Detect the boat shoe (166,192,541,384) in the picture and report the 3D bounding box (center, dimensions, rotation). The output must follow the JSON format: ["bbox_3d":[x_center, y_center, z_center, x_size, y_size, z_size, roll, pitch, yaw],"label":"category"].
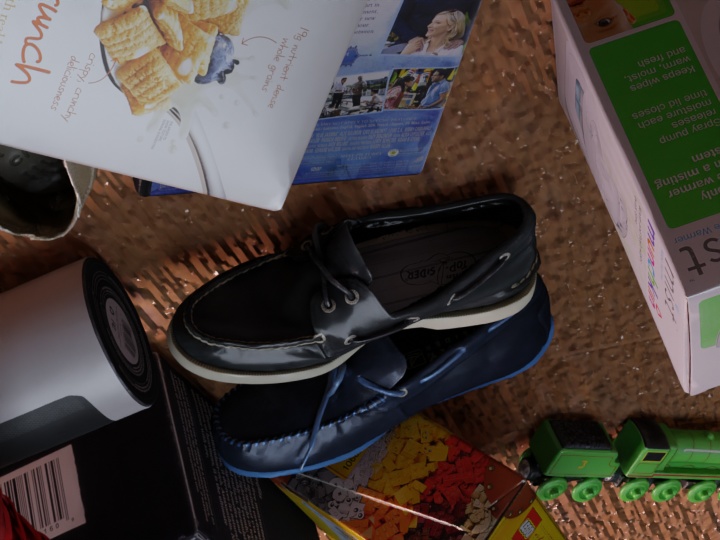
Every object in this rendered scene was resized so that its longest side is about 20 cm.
[{"bbox_3d":[0.001,0.002,0.850,0.199,0.075,0.066,-8,144,-16],"label":"boat shoe"}]

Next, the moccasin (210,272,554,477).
[{"bbox_3d":[0.008,0.042,0.926,0.199,0.081,0.068,-26,144,-14],"label":"moccasin"}]

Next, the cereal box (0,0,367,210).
[{"bbox_3d":[-0.093,-0.110,0.612,0.199,0.040,0.144,12,112,-30],"label":"cereal box"}]

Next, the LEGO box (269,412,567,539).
[{"bbox_3d":[0.045,0.154,1.013,0.077,0.149,0.200,-53,148,-12],"label":"LEGO box"}]

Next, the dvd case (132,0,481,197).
[{"bbox_3d":[-0.019,-0.104,0.736,0.142,0.018,0.200,-5,146,-18],"label":"dvd case"}]

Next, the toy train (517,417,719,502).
[{"bbox_3d":[0.195,0.127,1.160,0.199,0.042,0.057,5,130,-31],"label":"toy train"}]

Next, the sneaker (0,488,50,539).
[{"bbox_3d":[-0.158,0.129,0.806,0.115,0.079,0.200,-1,138,-15],"label":"sneaker"}]

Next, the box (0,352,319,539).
[{"bbox_3d":[-0.145,0.171,0.982,0.199,0.124,0.198,-25,145,10],"label":"box"}]

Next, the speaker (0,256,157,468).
[{"bbox_3d":[-0.206,0.066,0.841,0.199,0.081,0.081,-22,147,7],"label":"speaker"}]

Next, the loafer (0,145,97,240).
[{"bbox_3d":[-0.161,-0.075,0.664,0.076,0.068,0.200,-29,145,17],"label":"loafer"}]

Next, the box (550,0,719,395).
[{"bbox_3d":[0.206,-0.065,0.756,0.199,0.177,0.097,-17,147,1],"label":"box"}]
